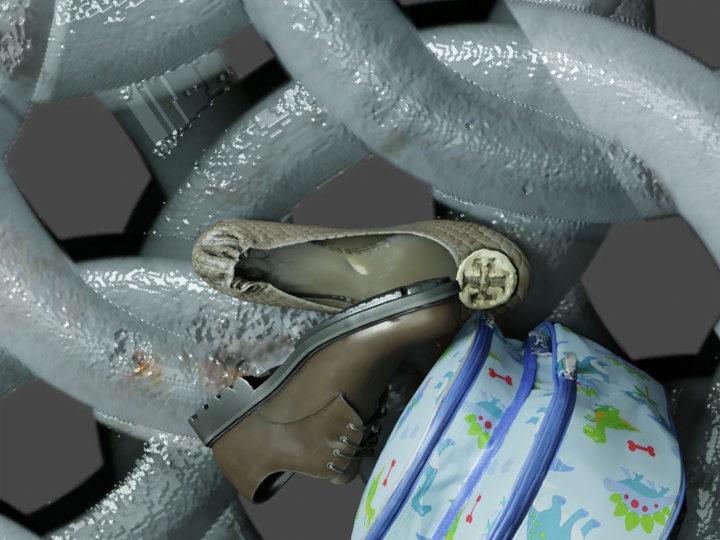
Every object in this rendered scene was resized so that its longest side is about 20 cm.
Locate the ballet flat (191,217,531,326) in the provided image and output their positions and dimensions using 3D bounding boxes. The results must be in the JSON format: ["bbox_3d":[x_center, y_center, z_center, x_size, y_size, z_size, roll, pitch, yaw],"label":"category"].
[{"bbox_3d":[0.000,0.000,0.896,0.199,0.046,0.068,6,102,2],"label":"ballet flat"}]

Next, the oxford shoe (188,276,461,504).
[{"bbox_3d":[-0.007,0.071,0.871,0.200,0.073,0.085,-39,76,36],"label":"oxford shoe"}]

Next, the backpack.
[{"bbox_3d":[0.081,0.127,0.835,0.147,0.200,0.183,28,102,-5],"label":"backpack"}]
